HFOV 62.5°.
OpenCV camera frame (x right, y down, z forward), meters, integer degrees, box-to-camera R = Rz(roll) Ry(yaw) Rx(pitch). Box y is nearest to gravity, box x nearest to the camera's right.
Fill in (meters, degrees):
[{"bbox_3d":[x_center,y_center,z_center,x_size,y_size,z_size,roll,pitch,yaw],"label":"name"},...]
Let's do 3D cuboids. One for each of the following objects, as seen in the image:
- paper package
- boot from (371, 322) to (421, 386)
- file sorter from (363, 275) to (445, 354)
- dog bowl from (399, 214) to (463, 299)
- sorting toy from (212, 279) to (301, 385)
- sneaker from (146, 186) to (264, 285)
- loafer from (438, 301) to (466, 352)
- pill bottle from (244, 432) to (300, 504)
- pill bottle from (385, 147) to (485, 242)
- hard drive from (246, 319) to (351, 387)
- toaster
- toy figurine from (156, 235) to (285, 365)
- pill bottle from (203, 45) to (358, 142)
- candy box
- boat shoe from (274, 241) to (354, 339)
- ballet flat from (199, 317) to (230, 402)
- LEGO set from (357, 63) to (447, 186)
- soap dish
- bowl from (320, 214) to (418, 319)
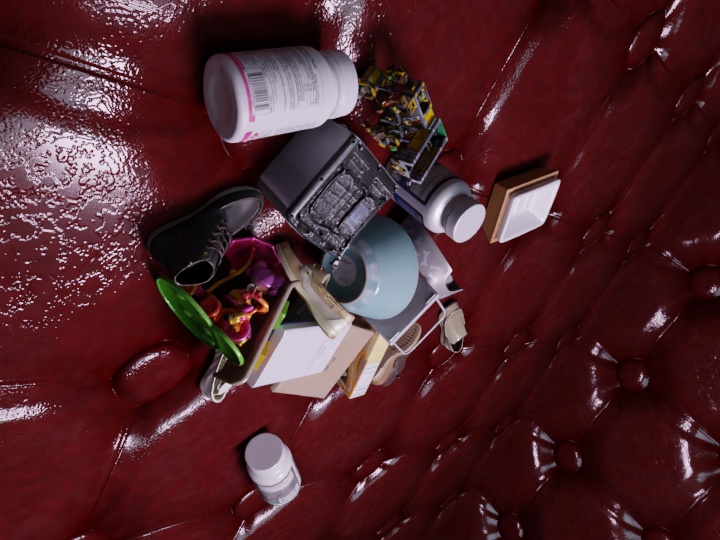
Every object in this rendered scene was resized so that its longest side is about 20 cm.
[{"bbox_3d":[-0.100,0.164,1.272,0.201,0.103,0.190,-52,146,10],"label":"paper package"},{"bbox_3d":[0.100,0.228,1.606,0.200,0.072,0.166,-48,158,-1],"label":"boot"},{"bbox_3d":[0.063,0.057,1.259,0.139,0.200,0.125,-44,150,-2],"label":"file sorter"},{"bbox_3d":[0.141,-0.026,1.268,0.058,0.201,0.200,-33,146,5],"label":"dog bowl"},{"bbox_3d":[-0.179,0.109,1.035,0.036,0.185,0.202,34,73,-17],"label":"sorting toy"},{"bbox_3d":[-0.219,-0.050,0.921,0.199,0.106,0.075,-33,144,-19],"label":"sneaker"},{"bbox_3d":[0.271,0.165,1.705,0.075,0.068,0.201,-34,144,-17],"label":"loafer"},{"bbox_3d":[-0.217,0.489,1.464,0.112,0.113,0.201,-32,143,-20],"label":"pill bottle"},{"bbox_3d":[0.141,-0.143,1.134,0.110,0.200,0.112,-28,142,-24],"label":"pill bottle"},{"bbox_3d":[-0.111,0.149,1.109,0.199,0.025,0.133,1,126,-56],"label":"hard drive"},{"bbox_3d":[-0.055,-0.133,1.004,0.200,0.119,0.181,-49,145,3],"label":"toaster"},{"bbox_3d":[-0.199,0.027,0.975,0.184,0.199,0.151,-43,156,-26],"label":"toy figurine"},{"bbox_3d":[-0.108,-0.252,0.832,0.198,0.113,0.114,-20,138,-34],"label":"pill bottle"},{"bbox_3d":[-0.006,0.182,1.379,0.055,0.115,0.202,-5,128,-43],"label":"candy box"},{"bbox_3d":[-0.082,0.025,1.074,0.066,0.201,0.074,-34,175,-1],"label":"boat shoe"},{"bbox_3d":[-0.251,0.172,1.149,0.069,0.069,0.202,4,121,-49],"label":"ballet flat"},{"bbox_3d":[0.053,-0.232,0.992,0.117,0.153,0.200,-58,156,-13],"label":"LEGO set"},{"bbox_3d":[0.402,-0.169,1.498,0.198,0.081,0.159,-21,138,-32],"label":"soap dish"},{"bbox_3d":[0.000,0.000,1.115,0.104,0.200,0.203,-10,133,-51],"label":"bowl"}]
